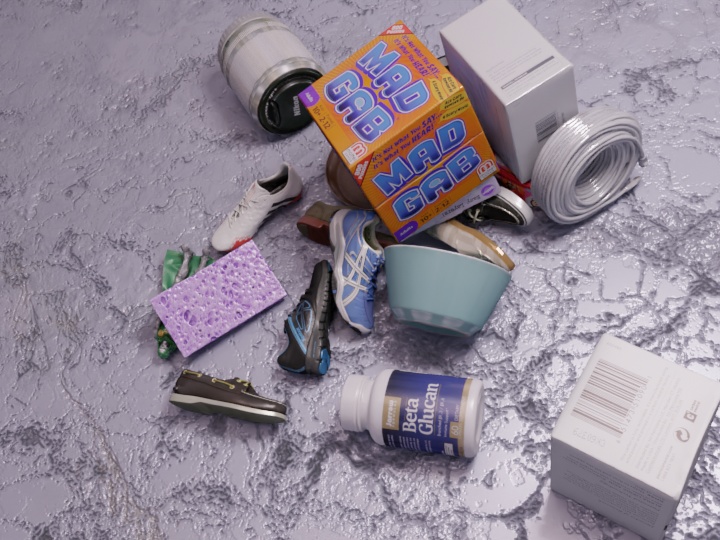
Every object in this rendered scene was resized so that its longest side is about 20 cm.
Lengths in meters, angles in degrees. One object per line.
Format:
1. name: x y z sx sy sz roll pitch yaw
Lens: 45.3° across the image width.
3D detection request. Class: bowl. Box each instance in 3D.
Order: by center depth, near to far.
1. bowl: 0.122 0.038 1.313 0.199 0.201 0.106 10 81 18

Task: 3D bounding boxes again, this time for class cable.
1. cable: 0.357 -0.168 1.360 0.199 0.200 0.069 -37 54 -6

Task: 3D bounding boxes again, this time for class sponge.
1. sponge: -0.233 0.046 1.428 0.199 0.030 0.112 -32 88 -13

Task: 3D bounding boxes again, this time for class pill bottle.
1. pill bottle: 0.075 0.203 1.255 0.198 0.111 0.112 5 61 15

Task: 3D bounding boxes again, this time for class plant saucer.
1. plant saucer: 0.036 -0.183 1.541 0.198 0.032 0.202 -6 59 10

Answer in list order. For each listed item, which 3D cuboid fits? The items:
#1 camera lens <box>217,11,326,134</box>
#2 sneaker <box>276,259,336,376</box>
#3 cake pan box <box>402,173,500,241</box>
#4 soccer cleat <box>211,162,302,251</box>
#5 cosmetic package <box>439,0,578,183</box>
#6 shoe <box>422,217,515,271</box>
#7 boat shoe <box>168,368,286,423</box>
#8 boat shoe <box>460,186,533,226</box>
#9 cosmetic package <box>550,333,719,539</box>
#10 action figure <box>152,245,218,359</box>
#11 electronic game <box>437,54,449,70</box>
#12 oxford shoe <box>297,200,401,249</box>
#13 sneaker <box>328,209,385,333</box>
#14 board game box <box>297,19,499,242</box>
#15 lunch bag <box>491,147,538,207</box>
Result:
1. camera lens: -0.165 -0.367 1.619 0.159 0.160 0.201 -31 58 -7
2. sneaker: -0.085 0.071 1.392 0.081 0.073 0.202 0 59 14
3. cake pan box: 0.117 -0.166 1.439 0.199 0.052 0.185 -25 54 11
4. soccer cleat: -0.186 -0.112 1.516 0.199 0.085 0.069 -39 59 -12
5. cosmetic package: 0.238 -0.285 1.364 0.122 0.200 0.201 -31 56 0
6. shoe: 0.170 -0.045 1.412 0.200 0.070 0.054 38 93 37
7. boat shoe: -0.203 0.194 1.345 0.199 0.072 0.061 7 65 19
8. boat shoe: 0.193 -0.109 1.444 0.199 0.071 0.064 26 67 33
9. cosmetic package: 0.354 0.222 1.128 0.164 0.201 0.165 24 67 25
10. action figure: -0.305 0.056 1.465 0.117 0.055 0.202 6 65 13
11. electronic game: 0.159 -0.345 1.565 0.198 0.042 0.201 -20 29 12
12. oxford shoe: -0.011 -0.074 1.465 0.198 0.071 0.074 20 63 22
13. sneaker: 0.000 0.000 1.371 0.076 0.076 0.202 -7 93 27
14. board game box: 0.060 -0.213 1.338 0.199 0.200 0.200 -35 50 3
15. lunch bag: 0.267 -0.200 1.475 0.199 0.082 0.176 35 75 30
